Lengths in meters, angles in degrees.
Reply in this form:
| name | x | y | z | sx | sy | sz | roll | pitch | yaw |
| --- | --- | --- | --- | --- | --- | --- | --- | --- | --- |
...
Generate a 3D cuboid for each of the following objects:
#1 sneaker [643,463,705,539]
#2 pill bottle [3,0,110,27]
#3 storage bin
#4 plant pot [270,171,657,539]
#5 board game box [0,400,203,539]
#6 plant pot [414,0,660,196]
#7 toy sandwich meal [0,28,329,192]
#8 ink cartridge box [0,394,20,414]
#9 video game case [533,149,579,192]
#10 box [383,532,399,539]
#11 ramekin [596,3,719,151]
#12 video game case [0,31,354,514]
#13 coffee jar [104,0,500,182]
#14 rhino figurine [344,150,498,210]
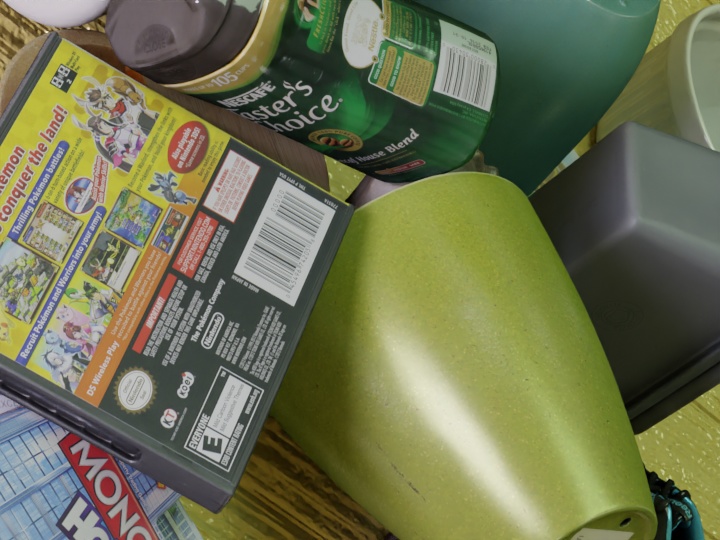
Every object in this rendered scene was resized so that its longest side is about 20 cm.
| name | x | y | z | sx | sy | sz | roll | pitch | yaw |
| --- | --- | --- | --- | --- | --- | --- | --- | --- | --- |
| sneaker | 0.152 | 0.131 | 1.430 | 0.073 | 0.082 | 0.201 | -22 | 76 | -48 |
| pill bottle | -0.120 | -0.218 | 1.379 | 0.200 | 0.112 | 0.113 | -37 | 96 | -44 |
| storage bin | 0.170 | -0.011 | 1.552 | 0.134 | 0.200 | 0.146 | 23 | 50 | -28 |
| plant pot | 0.065 | 0.084 | 1.330 | 0.187 | 0.187 | 0.200 | 7 | 39 | -47 |
| board game box | -0.129 | 0.132 | 1.202 | 0.200 | 0.061 | 0.201 | -43 | 109 | -44 |
| plant pot | 0.095 | -0.167 | 1.594 | 0.200 | 0.161 | 0.201 | 25 | 45 | -28 |
| toy sandwich meal | -0.102 | -0.055 | 1.320 | 0.205 | 0.070 | 0.206 | 29 | 45 | -33 |
| ink cartridge box | -0.160 | -0.010 | 1.316 | 0.199 | 0.041 | 0.201 | -2 | 68 | -50 |
| video game case | 0.121 | -0.017 | 1.665 | 0.200 | 0.022 | 0.182 | 53 | 37 | -10 |
| box | 0.091 | 0.152 | 1.479 | 0.100 | 0.075 | 0.200 | 54 | 36 | -8 |
| ramekin | 0.260 | -0.080 | 1.800 | 0.200 | 0.105 | 0.201 | 27 | 48 | -35 |
| video game case | -0.111 | -0.003 | 1.214 | 0.180 | 0.026 | 0.201 | 30 | 48 | -8 |
| coffee jar | -0.030 | -0.116 | 1.303 | 0.199 | 0.104 | 0.086 | 22 | 71 | -34 |
| rhino figurine | 0.000 | 0.000 | 1.413 | 0.060 | 0.200 | 0.087 | 38 | -5 | 42 |
